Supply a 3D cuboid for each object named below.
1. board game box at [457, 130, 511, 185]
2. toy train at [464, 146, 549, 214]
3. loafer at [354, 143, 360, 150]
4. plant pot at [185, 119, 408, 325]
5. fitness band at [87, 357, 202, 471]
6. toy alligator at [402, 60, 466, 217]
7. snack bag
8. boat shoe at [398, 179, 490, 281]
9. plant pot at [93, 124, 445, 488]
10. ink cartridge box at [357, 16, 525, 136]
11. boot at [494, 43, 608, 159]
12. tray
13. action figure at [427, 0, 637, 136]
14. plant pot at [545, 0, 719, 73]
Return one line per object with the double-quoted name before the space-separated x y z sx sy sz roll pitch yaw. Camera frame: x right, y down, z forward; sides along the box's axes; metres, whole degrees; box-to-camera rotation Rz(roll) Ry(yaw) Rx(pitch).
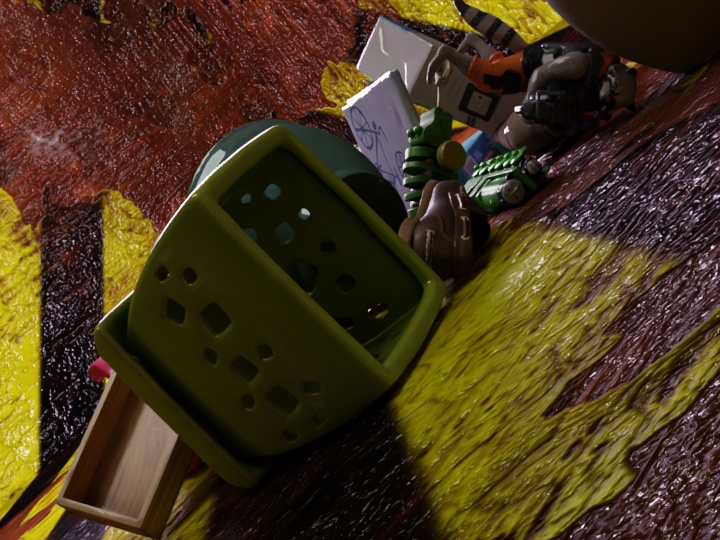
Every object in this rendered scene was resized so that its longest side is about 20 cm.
"board game box" 0.085 -0.087 1.745 0.199 0.047 0.151 -37 7 34
"toy train" 0.136 -0.084 1.406 0.057 0.042 0.200 -50 6 -5
"loafer" 0.005 -0.068 1.656 0.062 0.072 0.202 -7 52 21
"plant pot" -0.040 -0.031 1.264 0.133 0.202 0.200 9 43 48
"fitness band" -0.213 0.141 1.430 0.037 0.144 0.200 -39 4 -16
"toy alligator" 0.066 -0.116 1.401 0.054 0.203 0.059 5 -11 -33
"snack bag" 0.047 -0.118 1.535 0.021 0.190 0.200 -24 0 -17
"boat shoe" 0.081 -0.032 1.264 0.069 0.071 0.200 0 20 11
"plant pot" -0.077 0.035 1.101 0.181 0.200 0.199 -44 4 26
"ink cartridge box" 0.109 -0.208 1.592 0.116 0.199 0.067 40 109 50
"boot" 0.229 -0.187 1.509 0.200 0.070 0.146 -43 12 -17
"tray" -0.180 0.125 1.239 0.098 0.037 0.202 8 67 31
"action figure" 0.162 -0.185 1.313 0.200 0.191 0.106 -13 -65 -74
"plant pot" 0.283 -0.259 1.278 0.200 0.135 0.200 -40 6 5
